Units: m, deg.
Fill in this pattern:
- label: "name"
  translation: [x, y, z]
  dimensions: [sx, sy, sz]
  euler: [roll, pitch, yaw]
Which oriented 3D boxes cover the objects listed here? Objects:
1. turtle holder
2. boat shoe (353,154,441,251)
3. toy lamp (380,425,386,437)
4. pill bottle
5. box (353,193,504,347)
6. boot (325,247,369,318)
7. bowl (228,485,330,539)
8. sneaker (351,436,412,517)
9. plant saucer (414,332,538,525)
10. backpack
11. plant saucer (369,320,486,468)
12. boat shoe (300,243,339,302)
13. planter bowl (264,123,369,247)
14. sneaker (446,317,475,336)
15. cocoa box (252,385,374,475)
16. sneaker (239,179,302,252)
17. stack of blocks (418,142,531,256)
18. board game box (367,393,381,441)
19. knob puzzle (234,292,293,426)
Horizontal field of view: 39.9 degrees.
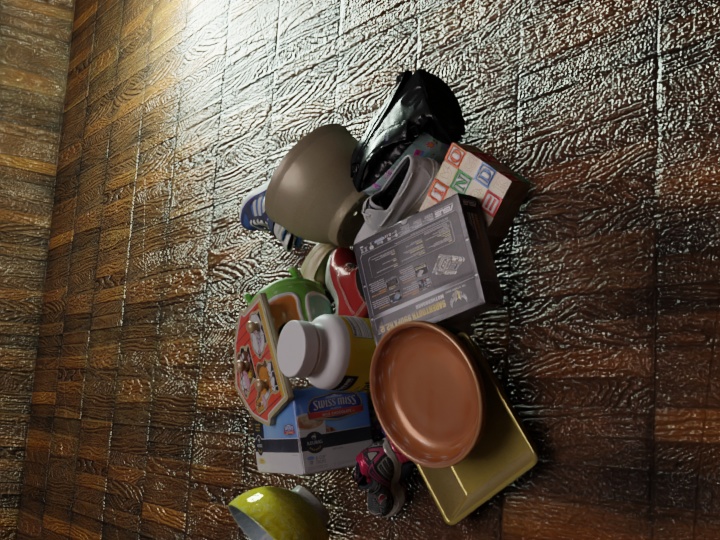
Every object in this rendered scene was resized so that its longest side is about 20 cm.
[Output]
- label: "turtle holder"
  translation: [-0.107, 0.100, 1.649]
  dimensions: [0.186, 0.140, 0.132]
  euler: [86, 161, -51]
- label: "boat shoe"
  translation: [0.040, -0.093, 1.470]
  dimensions: [0.200, 0.068, 0.072]
  euler: [-45, 40, 36]
- label: "toy lamp"
  translation: [0.098, 0.178, 1.461]
  dimensions: [0.201, 0.058, 0.058]
  euler: [-58, 40, 31]
- label: "pill bottle"
  translation: [-0.019, 0.123, 1.470]
  dimensions: [0.111, 0.199, 0.112]
  euler: [-18, 69, 54]
- label: "box"
  translation: [0.091, 0.003, 1.382]
  dimensions: [0.199, 0.048, 0.159]
  euler: [-26, 70, 37]
- label: "boot"
  translation: [0.000, 0.000, 1.606]
  dimensions: [0.201, 0.072, 0.145]
  euler: [-101, 27, -47]
- label: "bowl"
  translation: [-0.114, 0.424, 1.652]
  dimensions: [0.108, 0.201, 0.200]
  euler: [-44, 25, -22]
- label: "sneaker"
  translation: [0.024, 0.309, 1.479]
  dimensions: [0.201, 0.074, 0.081]
  euler: [93, 153, -50]
- label: "plant saucer"
  translation: [0.145, 0.215, 1.357]
  dimensions: [0.200, 0.048, 0.201]
  euler: [-48, 61, 39]
- label: "backpack"
  translation: [0.071, -0.188, 1.525]
  dimensions: [0.200, 0.126, 0.167]
  euler: [-50, 25, 31]
- label: "plant saucer"
  translation: [0.095, 0.165, 1.337]
  dimensions: [0.199, 0.037, 0.202]
  euler: [12, 107, 43]
- label: "boat shoe"
  translation: [-0.074, 0.039, 1.747]
  dimensions: [0.065, 0.072, 0.201]
  euler: [44, 120, 39]
- label: "planter bowl"
  translation: [-0.042, -0.123, 1.650]
  dimensions: [0.135, 0.200, 0.201]
  euler: [41, 119, 22]
- label: "sneaker"
  translation: [0.089, 0.050, 1.484]
  dimensions: [0.200, 0.079, 0.078]
  euler: [20, 99, 57]
- label: "cocoa box"
  translation: [-0.081, 0.253, 1.605]
  dimensions: [0.200, 0.133, 0.132]
  euler: [-19, 77, 63]
- label: "sneaker"
  translation: [-0.166, -0.089, 1.901]
  dimensions: [0.200, 0.080, 0.147]
  euler: [-37, 49, 40]
- label: "stack of blocks"
  translation: [0.144, -0.066, 1.415]
  dimensions: [0.115, 0.058, 0.201]
  euler: [38, 113, 32]
- label: "board game box"
  translation: [0.026, 0.159, 1.600]
  dimensions: [0.120, 0.032, 0.201]
  euler: [53, 126, 53]
- label: "knob puzzle"
  translation: [-0.175, 0.155, 1.587]
  dimensions: [0.219, 0.030, 0.221]
  euler: [21, 114, 59]
